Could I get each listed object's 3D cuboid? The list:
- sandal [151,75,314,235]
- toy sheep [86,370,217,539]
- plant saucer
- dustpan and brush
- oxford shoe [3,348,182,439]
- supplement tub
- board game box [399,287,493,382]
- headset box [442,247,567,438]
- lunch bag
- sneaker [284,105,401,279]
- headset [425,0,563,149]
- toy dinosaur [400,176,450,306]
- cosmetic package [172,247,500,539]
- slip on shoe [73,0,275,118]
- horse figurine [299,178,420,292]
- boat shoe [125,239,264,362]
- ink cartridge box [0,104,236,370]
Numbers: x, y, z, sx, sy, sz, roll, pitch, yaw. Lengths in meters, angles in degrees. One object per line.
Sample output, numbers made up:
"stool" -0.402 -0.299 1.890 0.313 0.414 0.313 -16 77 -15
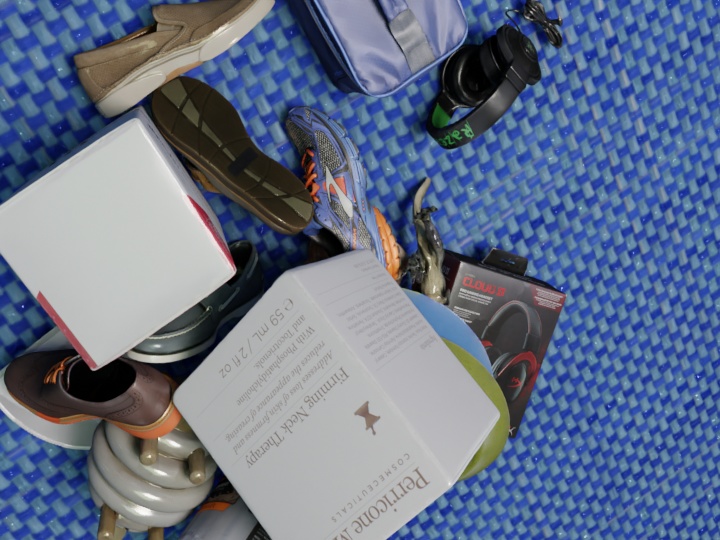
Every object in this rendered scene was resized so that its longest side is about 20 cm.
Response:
"sandal" -0.128 -0.104 0.713 0.199 0.055 0.082 42 48 -1
"toy sheep" -0.198 0.184 0.701 0.136 0.139 0.202 30 106 -22
"plant saucer" 0.052 0.150 0.749 0.195 0.031 0.204 11 126 16
"dustpan and brush" -0.257 0.147 0.755 0.138 0.057 0.201 -37 128 -4
"oxford shoe" -0.247 0.092 0.646 0.073 0.195 0.073 60 40 -51
"supplement tub" -0.086 0.238 0.726 0.125 0.120 0.201 63 38 -21
"board game box" 0.041 0.091 0.761 0.156 0.039 0.201 36 127 -2
"headset box" 0.139 0.075 0.857 0.145 0.075 0.205 16 98 -19
"lunch bag" 0.007 -0.274 0.697 0.135 0.132 0.202 -35 112 -6
"sneaker" -0.030 -0.071 0.739 0.077 0.075 0.204 -24 84 -19
"headset" 0.147 -0.203 0.772 0.093 0.123 0.203 39 70 -23
"toy dinosaur" 0.069 -0.017 0.763 0.046 0.088 0.206 -10 71 13
"cosmetic package" -0.015 0.117 0.635 0.167 0.166 0.201 -44 79 22
"slip on shoe" -0.173 -0.221 0.687 0.197 0.076 0.061 -31 117 0
"horse figurine" 0.000 0.000 0.797 0.195 0.050 0.136 19 71 -14
"boat shoe" -0.154 0.024 0.700 0.071 0.200 0.063 13 113 20
"ink cartridge box" -0.212 -0.042 0.651 0.143 0.200 0.147 -34 110 -4
